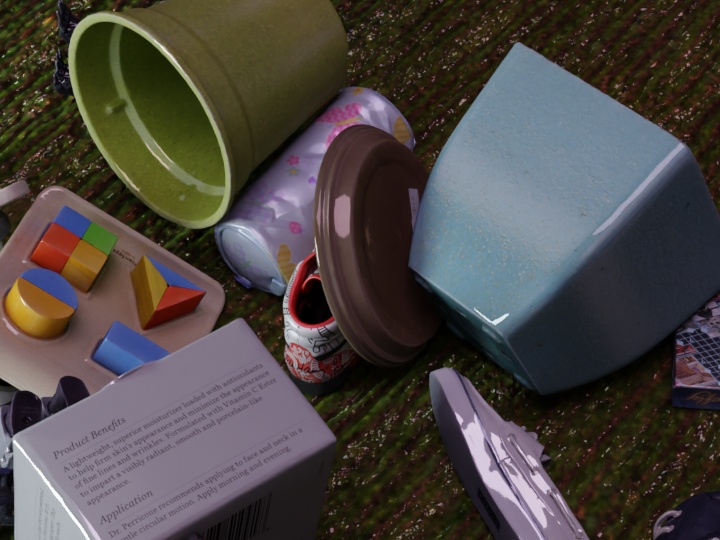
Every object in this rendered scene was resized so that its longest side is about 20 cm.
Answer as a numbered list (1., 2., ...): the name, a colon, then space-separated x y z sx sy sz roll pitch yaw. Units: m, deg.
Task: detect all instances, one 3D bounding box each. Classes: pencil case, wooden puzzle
1. pencil case: -0.038 -0.070 1.699 0.091 0.083 0.200 33 64 16
2. wooden puzzle: -0.211 0.031 1.594 0.185 0.046 0.200 32 42 -8

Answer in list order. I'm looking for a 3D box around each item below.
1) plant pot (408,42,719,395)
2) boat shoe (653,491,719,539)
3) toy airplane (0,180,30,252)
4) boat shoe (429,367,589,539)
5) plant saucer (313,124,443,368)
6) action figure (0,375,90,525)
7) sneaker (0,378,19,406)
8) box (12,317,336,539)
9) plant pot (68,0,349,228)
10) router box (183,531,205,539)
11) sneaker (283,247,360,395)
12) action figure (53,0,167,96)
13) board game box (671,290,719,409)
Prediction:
1. plant pot: 0.154 -0.022 1.582 0.200 0.196 0.196 -47 53 -8
2. boat shoe: 0.234 0.228 1.494 0.199 0.075 0.093 -9 49 -12
3. toy airplane: -0.392 -0.010 1.648 0.199 0.142 0.199 -2 34 43
4. boat shoe: 0.119 0.158 1.549 0.065 0.074 0.201 -21 67 -16
5. plant saucer: 0.023 -0.022 1.596 0.029 0.200 0.201 -9 52 29
6. action figure: -0.276 0.160 1.504 0.130 0.200 0.070 1 55 -35
7. sneaker: -0.244 0.053 1.629 0.074 0.089 0.200 28 61 22
8. box: -0.142 0.173 1.453 0.198 0.200 0.131 -28 63 -26
9. plant pot: -0.115 -0.168 1.672 0.200 0.201 0.184 38 55 25
10. router box: -0.068 0.284 1.389 0.062 0.200 0.150 -39 62 -4
11. sneaker: 0.001 0.001 1.633 0.067 0.108 0.202 24 61 19
12. action figure: -0.180 -0.197 1.782 0.199 0.102 0.120 3 70 6
13. board game box: 0.358 0.053 1.617 0.199 0.035 0.136 4 56 6
